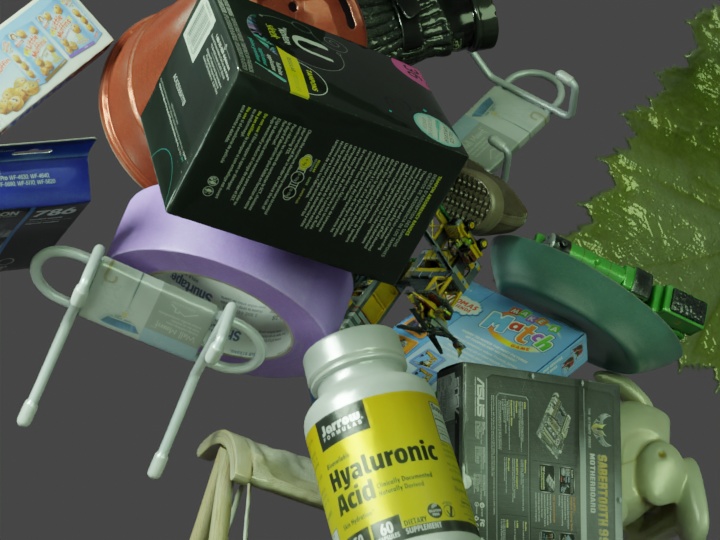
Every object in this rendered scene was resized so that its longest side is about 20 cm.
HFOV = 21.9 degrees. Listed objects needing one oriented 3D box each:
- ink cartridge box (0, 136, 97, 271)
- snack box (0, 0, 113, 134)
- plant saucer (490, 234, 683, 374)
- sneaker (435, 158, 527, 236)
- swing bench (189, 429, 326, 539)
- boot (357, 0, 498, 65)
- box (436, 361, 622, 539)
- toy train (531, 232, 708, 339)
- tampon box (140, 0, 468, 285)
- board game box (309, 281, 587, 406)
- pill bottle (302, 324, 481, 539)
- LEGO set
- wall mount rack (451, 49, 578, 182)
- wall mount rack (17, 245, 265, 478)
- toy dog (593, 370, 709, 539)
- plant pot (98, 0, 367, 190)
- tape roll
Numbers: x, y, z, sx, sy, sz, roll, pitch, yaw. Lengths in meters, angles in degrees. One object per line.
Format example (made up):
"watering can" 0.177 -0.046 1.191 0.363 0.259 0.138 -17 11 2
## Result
"ink cartridge box" -0.276 -0.046 1.459 0.099 0.200 0.039 -7 72 -27
"snack box" -0.303 -0.166 1.590 0.072 0.024 0.200 48 59 -4
"plant saucer" 0.194 0.039 1.675 0.200 0.200 0.036 36 78 -11
"sneaker" 0.066 -0.082 1.690 0.075 0.200 0.071 14 109 -51
"swing bench" -0.042 0.245 1.517 0.198 0.130 0.201 20 64 -18
"boot" 0.025 -0.278 1.757 0.157 0.080 0.212 -14 58 -14
"box" 0.139 0.184 1.528 0.157 0.048 0.201 9 72 -27
"toy train" 0.245 0.014 1.783 0.199 0.056 0.042 24 63 -18
"tampon box" -0.045 -0.103 1.419 0.199 0.127 0.150 18 26 -26
"board game box" 0.078 0.091 1.629 0.200 0.151 0.037 -36 133 -30
"pill bottle" 0.018 0.149 1.457 0.111 0.111 0.201 -2 59 -27
"LEGO set" 0.000 0.000 1.593 0.116 0.199 0.154 -53 131 -29
"wall mount rack" 0.104 -0.167 1.771 0.173 0.075 0.200 30 55 24
"wall mount rack" -0.184 0.070 1.479 0.199 0.174 0.075 23 44 -8
"toy dog" 0.188 0.177 1.650 0.199 0.139 0.195 5 76 -21
"plant pot" -0.099 -0.172 1.595 0.200 0.195 0.202 9 68 -24
"tape roll" -0.109 0.011 1.523 0.199 0.200 0.066 27 62 -16
